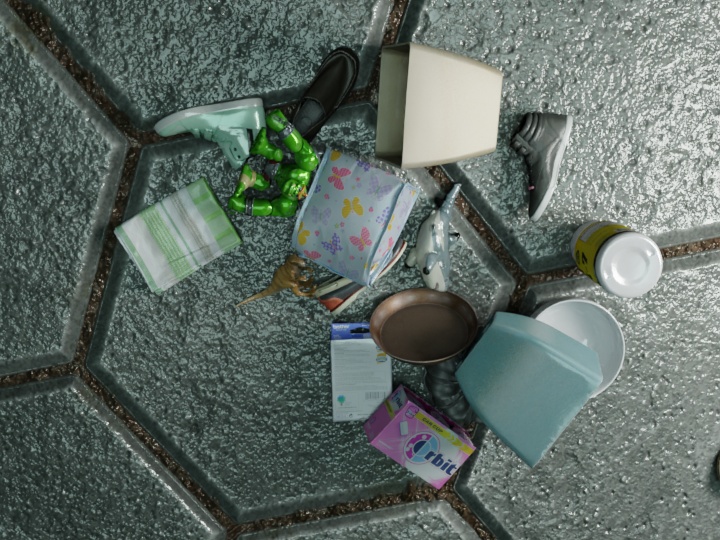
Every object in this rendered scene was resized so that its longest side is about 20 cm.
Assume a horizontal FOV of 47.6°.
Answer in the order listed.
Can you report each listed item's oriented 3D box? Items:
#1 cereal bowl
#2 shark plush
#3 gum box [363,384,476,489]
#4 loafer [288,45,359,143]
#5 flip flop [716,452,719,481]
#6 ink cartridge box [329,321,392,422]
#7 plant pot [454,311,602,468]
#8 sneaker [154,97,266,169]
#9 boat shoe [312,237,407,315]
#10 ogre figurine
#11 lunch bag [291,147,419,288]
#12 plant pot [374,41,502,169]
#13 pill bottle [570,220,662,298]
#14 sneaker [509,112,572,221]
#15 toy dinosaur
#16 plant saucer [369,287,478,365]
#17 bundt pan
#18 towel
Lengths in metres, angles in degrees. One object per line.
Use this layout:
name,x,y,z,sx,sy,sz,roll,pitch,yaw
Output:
cereal bowl,0.395,0.143,1.554,0.199,0.083,0.201,0,103,0
shark plush,0.149,-0.065,1.535,0.083,0.091,0.201,14,81,-23
gum box,0.119,0.326,1.579,0.200,0.066,0.114,38,100,-23
loafer,-0.065,-0.306,1.455,0.073,0.071,0.201,30,100,-7
flip flop,0.784,0.355,1.620,0.081,0.058,0.201,32,100,-7
ink cartridge box,0.001,0.192,1.581,0.119,0.042,0.201,-2,105,-2
plant pot,0.279,0.183,1.430,0.200,0.196,0.197,35,104,5
sneaker,-0.264,-0.234,1.463,0.199,0.074,0.119,-11,96,-1
boat shoe,0.000,0.000,1.527,0.200,0.071,0.063,-41,97,12
ogre figurine,-0.144,-0.172,1.430,0.119,0.098,0.201,20,95,-17
lunch bag,-0.014,-0.092,1.457,0.169,0.127,0.201,25,94,17
plant pot,0.136,-0.281,1.411,0.176,0.200,0.201,2,102,-12
pill bottle,0.449,-0.027,1.459,0.114,0.200,0.115,0,102,-1
sneaker,0.312,-0.196,1.490,0.099,0.071,0.201,14,96,-2
toy dinosaur,-0.141,0.019,1.527,0.106,0.061,0.200,24,139,-21
plant saucer,0.116,0.108,1.499,0.199,0.201,0.035,-6,128,0
bundt pan,0.221,0.209,1.571,0.201,0.076,0.203,0,103,-1
towel,-0.341,-0.064,1.524,0.199,0.031,0.150,-30,102,5
